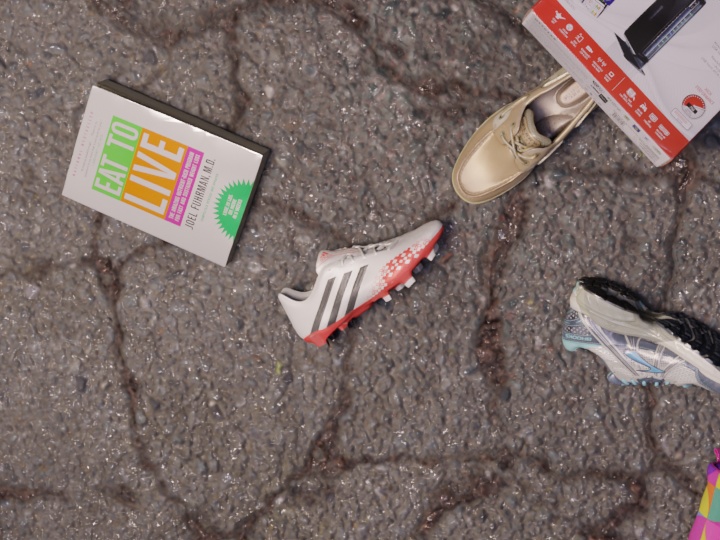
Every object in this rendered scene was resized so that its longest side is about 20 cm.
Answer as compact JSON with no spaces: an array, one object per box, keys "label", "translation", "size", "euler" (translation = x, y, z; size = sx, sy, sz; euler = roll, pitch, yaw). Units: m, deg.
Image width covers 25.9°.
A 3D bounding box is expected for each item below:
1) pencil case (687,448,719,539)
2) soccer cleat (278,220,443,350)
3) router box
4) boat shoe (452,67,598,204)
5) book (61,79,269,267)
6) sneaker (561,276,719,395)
[{"label":"pencil case","translation":[0.376,0.294,1.623],"size":[0.087,0.088,0.203],"euler":[16,100,8]},{"label":"soccer cleat","translation":[0.000,0.000,1.652],"size":[0.199,0.069,0.085],"euler":[-39,95,19]},{"label":"router box","translation":[0.289,-0.237,1.529],"size":[0.179,0.049,0.200],"euler":[-45,90,-9]},{"label":"boat shoe","translation":[0.171,-0.142,1.593],"size":[0.199,0.065,0.072],"euler":[-39,91,14]},{"label":"book","translation":[-0.211,-0.105,1.689],"size":[0.198,0.048,0.135],"euler":[22,107,5]},{"label":"sneaker","translation":[0.300,0.085,1.613],"size":[0.198,0.078,0.087],"euler":[29,116,12]}]
